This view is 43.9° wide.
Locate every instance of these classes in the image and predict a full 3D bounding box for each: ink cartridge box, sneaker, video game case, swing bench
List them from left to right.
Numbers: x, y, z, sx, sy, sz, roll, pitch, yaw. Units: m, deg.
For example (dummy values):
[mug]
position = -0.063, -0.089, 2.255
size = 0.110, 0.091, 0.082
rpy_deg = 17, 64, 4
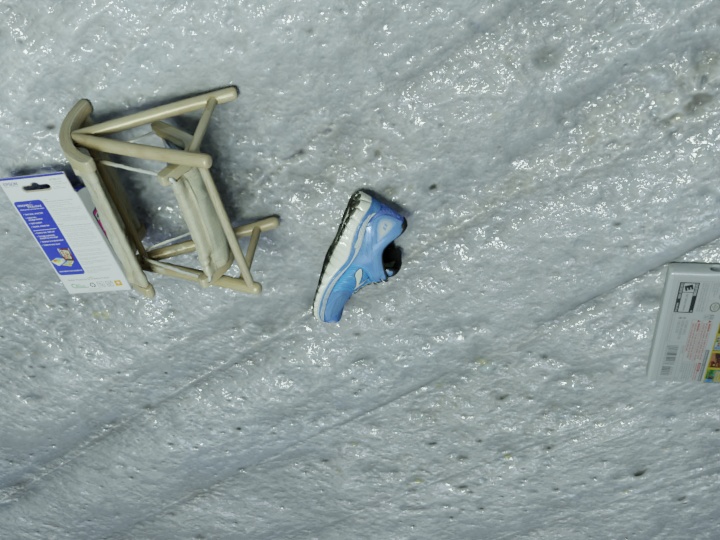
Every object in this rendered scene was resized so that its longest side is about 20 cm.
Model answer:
[ink cartridge box]
position = -0.364, -0.051, 1.122
size = 0.094, 0.037, 0.201
rpy_deg = -4, 136, 15
[swing bench]
position = -0.217, -0.080, 1.000
size = 0.198, 0.130, 0.200
rpy_deg = -3, 134, 13
[sneaker]
position = 0.000, 0.000, 1.077
size = 0.089, 0.079, 0.201
rpy_deg = 20, 134, -7
[video game case]
position = 0.460, 0.070, 1.104
size = 0.180, 0.023, 0.201
rpy_deg = 2, 134, 9
